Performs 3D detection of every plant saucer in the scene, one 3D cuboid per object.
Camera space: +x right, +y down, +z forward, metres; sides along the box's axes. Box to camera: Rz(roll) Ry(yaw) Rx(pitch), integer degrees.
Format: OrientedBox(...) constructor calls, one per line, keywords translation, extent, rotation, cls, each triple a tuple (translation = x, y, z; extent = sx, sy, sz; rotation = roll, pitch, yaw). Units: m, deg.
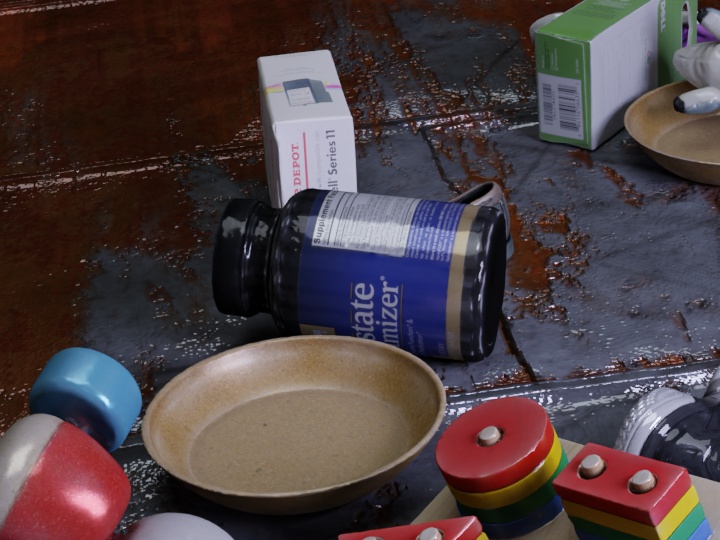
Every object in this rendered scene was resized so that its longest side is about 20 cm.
OrientedBox(translation=(0.325, -0.116, 1.665), extent=(0.199, 0.036, 0.200), rotation=(-4, 27, 2), cls="plant saucer")
OrientedBox(translation=(-0.042, 0.106, 1.283), extent=(0.199, 0.036, 0.200), rotation=(-4, 26, 2), cls="plant saucer")

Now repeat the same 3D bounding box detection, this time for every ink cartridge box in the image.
OrientedBox(translation=(-0.042, -0.092, 1.598), extent=(0.067, 0.118, 0.200), rotation=(-5, 27, -5), cls="ink cartridge box")
OrientedBox(translation=(0.234, -0.196, 1.764), extent=(0.059, 0.104, 0.200), rotation=(15, 33, 34), cls="ink cartridge box")

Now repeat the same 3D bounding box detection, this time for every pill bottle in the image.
OrientedBox(translation=(0.000, 0.000, 1.399), extent=(0.199, 0.112, 0.112), rotation=(6, 29, 12), cls="pill bottle")

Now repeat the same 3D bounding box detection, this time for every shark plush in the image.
OrientedBox(translation=(0.360, -0.173, 1.663), extent=(0.199, 0.091, 0.083), rotation=(3, -3, 26), cls="shark plush")

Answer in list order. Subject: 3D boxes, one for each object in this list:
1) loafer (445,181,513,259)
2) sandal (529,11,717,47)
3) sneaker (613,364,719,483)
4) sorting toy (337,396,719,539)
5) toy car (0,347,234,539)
OrientedBox(translation=(0.023, -0.021, 1.505), extent=(0.199, 0.063, 0.072), rotation=(-16, 28, -19), cls="loafer")
OrientedBox(translation=(0.257, -0.214, 1.853), extent=(0.202, 0.050, 0.082), rotation=(-1, -7, -11), cls="sandal")
OrientedBox(translation=(0.242, 0.114, 1.179), extent=(0.114, 0.076, 0.200), rotation=(30, 23, 32), cls="sneaker")
OrientedBox(translation=(0.081, 0.155, 1.054), extent=(0.198, 0.070, 0.200), rotation=(12, 48, 48), cls="sorting toy")
OrientedBox(translation=(-0.133, 0.183, 1.087), extent=(0.199, 0.177, 0.185), rotation=(27, 46, 0), cls="toy car")
